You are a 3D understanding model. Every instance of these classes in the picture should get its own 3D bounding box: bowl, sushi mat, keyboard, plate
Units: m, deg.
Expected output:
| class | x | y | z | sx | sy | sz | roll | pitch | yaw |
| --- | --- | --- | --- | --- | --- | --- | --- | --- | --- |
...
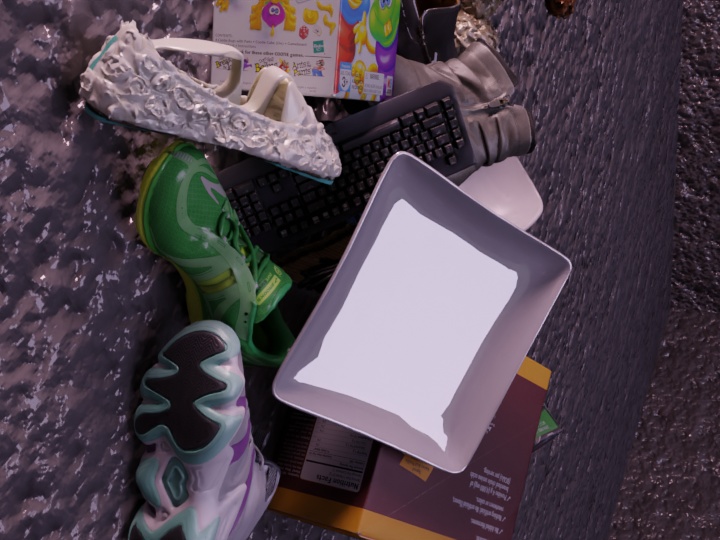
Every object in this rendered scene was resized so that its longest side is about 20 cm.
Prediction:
| class | x | y | z | sx | sy | sz | roll | pitch | yaw |
| --- | --- | --- | --- | --- | --- | --- | --- | --- | --- |
| bowl | 0.079 | -0.105 | 0.891 | 0.200 | 0.075 | 0.200 | 57 | 29 | 4 |
| sushi mat | 0.000 | 0.000 | 0.821 | 0.200 | 0.096 | 0.012 | 25 | 45 | -64 |
| keyboard | -0.005 | -0.051 | 0.693 | 0.021 | 0.200 | 0.127 | -120 | -172 | -61 |
| plate | 0.049 | 0.038 | 0.705 | 0.199 | 0.032 | 0.200 | 28 | 89 | -32 |

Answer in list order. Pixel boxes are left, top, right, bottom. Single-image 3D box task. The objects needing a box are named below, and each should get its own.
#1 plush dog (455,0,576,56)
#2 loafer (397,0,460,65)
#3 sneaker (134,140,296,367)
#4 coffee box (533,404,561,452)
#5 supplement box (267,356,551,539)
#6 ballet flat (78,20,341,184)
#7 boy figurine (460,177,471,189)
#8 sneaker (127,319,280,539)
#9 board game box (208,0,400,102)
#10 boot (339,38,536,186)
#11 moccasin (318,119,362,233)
| class | x | y | z | sx | sy | sz | roll | pitch | yaw |
| --- | --- | --- | --- | --- | --- | --- | --- | --- | --- |
| plush dog | 0.122 | -0.308 | 0.854 | 0.200 | 0.171 | 0.161 | 57 | 36 | -34 |
| loafer | 0.055 | -0.216 | 0.799 | 0.200 | 0.072 | 0.073 | 53 | 40 | -27 |
| sneaker | -0.089 | -0.007 | 0.631 | 0.074 | 0.083 | 0.200 | -61 | 147 | -36 |
| coffee box | 0.124 | 0.228 | 1.039 | 0.123 | 0.044 | 0.200 | -6 | 147 | -50 |
| supplement box | 0.047 | 0.152 | 0.836 | 0.197 | 0.133 | 0.200 | 29 | 70 | -38 |
| ballet flat | -0.077 | -0.103 | 0.575 | 0.200 | 0.072 | 0.072 | 10 | 89 | -46 |
| boy figurine | 0.097 | -0.077 | 1.024 | 0.200 | 0.064 | 0.124 | -57 | 165 | -36 |
| sneaker | -0.100 | 0.126 | 0.673 | 0.140 | 0.078 | 0.201 | -11 | 118 | -65 |
| board game box | -0.033 | -0.226 | 0.652 | 0.103 | 0.105 | 0.201 | -17 | 114 | -63 |
| boot | 0.053 | -0.161 | 0.766 | 0.130 | 0.068 | 0.200 | -32 | 95 | -14 |
| moccasin | -0.021 | -0.058 | 0.778 | 0.200 | 0.068 | 0.081 | 58 | 45 | -59 |
